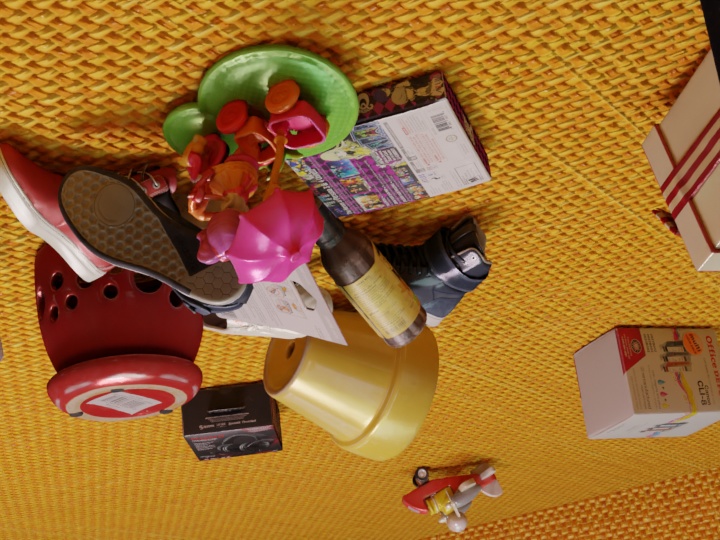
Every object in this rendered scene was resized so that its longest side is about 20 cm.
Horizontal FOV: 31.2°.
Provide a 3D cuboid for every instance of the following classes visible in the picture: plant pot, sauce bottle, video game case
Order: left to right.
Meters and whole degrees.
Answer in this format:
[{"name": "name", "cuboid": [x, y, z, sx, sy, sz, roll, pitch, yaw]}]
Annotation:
[{"name": "plant pot", "cuboid": [-0.270, 0.065, 1.481, 0.197, 0.185, 0.201, -9, 158, -3]}, {"name": "plant pot", "cuboid": [-0.023, 0.137, 1.758, 0.187, 0.203, 0.200, 22, 147, -25]}, {"name": "sauce bottle", "cuboid": [0.000, 0.000, 1.457, 0.064, 0.065, 0.201, -20, 123, 31]}, {"name": "video game case", "cuboid": [0.025, -0.121, 1.303, 0.179, 0.036, 0.200, -14, 158, 15]}]

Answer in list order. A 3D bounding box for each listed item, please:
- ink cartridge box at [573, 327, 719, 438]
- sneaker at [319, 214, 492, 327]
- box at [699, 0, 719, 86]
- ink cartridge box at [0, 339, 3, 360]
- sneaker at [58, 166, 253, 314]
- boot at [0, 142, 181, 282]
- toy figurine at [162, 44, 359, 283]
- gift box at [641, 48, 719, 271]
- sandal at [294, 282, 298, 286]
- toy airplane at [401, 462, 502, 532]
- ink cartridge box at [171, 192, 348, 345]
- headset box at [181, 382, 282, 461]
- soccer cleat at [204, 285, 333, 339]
[{"name": "ink cartridge box", "cuboid": [0.473, 0.183, 2.083, 0.197, 0.147, 0.145, 1, 157, -23]}, {"name": "sneaker", "cuboid": [0.064, -0.022, 1.527, 0.201, 0.078, 0.146, 24, 132, -32]}, {"name": "box", "cuboid": [0.406, -0.196, 1.089, 0.197, 0.151, 0.107, 1, 158, -23]}, {"name": "ink cartridge box", "cuboid": [-0.442, 0.060, 1.337, 0.083, 0.147, 0.200, -7, -165, -2]}, {"name": "sneaker", "cuboid": [-0.193, -0.024, 1.252, 0.201, 0.078, 0.146, 32, 178, 4]}, {"name": "boot", "cuboid": [-0.264, -0.086, 1.272, 0.143, 0.073, 0.200, -32, 142, 6]}, {"name": "toy figurine", "cuboid": [-0.100, -0.072, 1.139, 0.198, 0.186, 0.150, -16, 142, 25]}, {"name": "gift box", "cuboid": [0.399, -0.115, 1.262, 0.182, 0.202, 0.188, 4, 141, -19]}, {"name": "sandal", "cuboid": [-0.102, -0.002, 1.509, 0.078, 0.058, 0.201, -2, 173, -7]}, {"name": "toy airplane", "cuboid": [0.214, 0.494, 2.794, 0.198, 0.143, 0.199, -24, 153, 35]}, {"name": "ink cartridge box", "cuboid": [-0.108, 0.000, 1.410, 0.174, 0.045, 0.201, 11, 152, 22]}, {"name": "headset box", "cuboid": [-0.209, 0.246, 2.104, 0.146, 0.078, 0.200, -7, 160, -2]}, {"name": "soccer cleat", "cuboid": [-0.127, 0.053, 1.610, 0.197, 0.071, 0.077, -4, 180, 31]}]
